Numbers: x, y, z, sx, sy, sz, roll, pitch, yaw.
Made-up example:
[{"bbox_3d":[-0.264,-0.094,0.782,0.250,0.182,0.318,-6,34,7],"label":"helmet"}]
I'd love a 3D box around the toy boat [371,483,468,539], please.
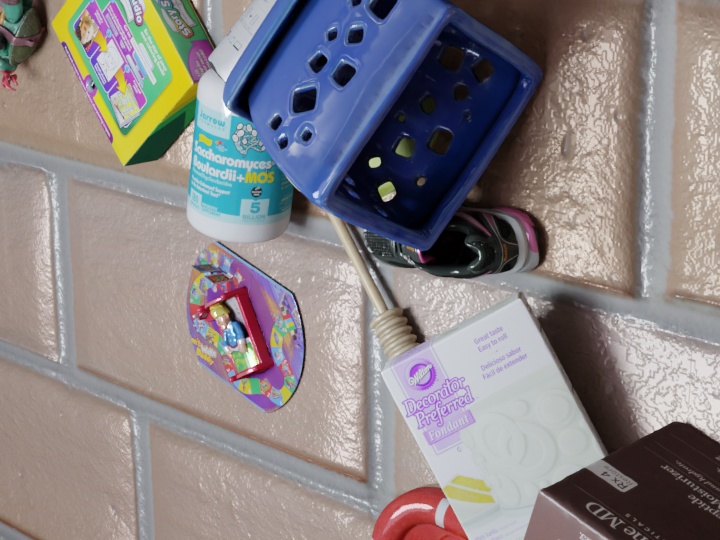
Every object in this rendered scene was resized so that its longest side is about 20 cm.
[{"bbox_3d":[0.084,0.293,1.522,0.199,0.130,0.132,19,115,41],"label":"toy boat"}]

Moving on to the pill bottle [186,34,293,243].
[{"bbox_3d":[-0.117,-0.138,1.622,0.110,0.110,0.201,27,120,38],"label":"pill bottle"}]

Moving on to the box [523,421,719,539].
[{"bbox_3d":[0.245,0.256,1.293,0.166,0.199,0.165,34,124,33],"label":"box"}]

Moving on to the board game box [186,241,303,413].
[{"bbox_3d":[-0.145,0.069,1.761,0.200,0.039,0.159,33,123,36],"label":"board game box"}]

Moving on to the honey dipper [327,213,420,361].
[{"bbox_3d":[0.000,0.000,1.596,0.038,0.038,0.201,-44,67,43],"label":"honey dipper"}]

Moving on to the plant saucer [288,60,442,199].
[{"bbox_3d":[0.000,-0.158,1.514,0.199,0.031,0.202,-4,83,32],"label":"plant saucer"}]

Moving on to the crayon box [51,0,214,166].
[{"bbox_3d":[-0.250,-0.248,1.767,0.172,0.058,0.201,-40,72,43],"label":"crayon box"}]

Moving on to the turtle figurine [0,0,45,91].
[{"bbox_3d":[-0.433,-0.305,1.918,0.150,0.100,0.201,-90,24,-51],"label":"turtle figurine"}]

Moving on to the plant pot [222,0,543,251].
[{"bbox_3d":[0.009,-0.160,1.375,0.180,0.200,0.201,39,99,31],"label":"plant pot"}]

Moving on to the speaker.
[{"bbox_3d":[-0.053,-0.251,1.490,0.200,0.081,0.081,-50,63,13],"label":"speaker"}]

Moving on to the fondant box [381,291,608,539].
[{"bbox_3d":[0.127,0.141,1.410,0.144,0.058,0.201,-28,92,9],"label":"fondant box"}]

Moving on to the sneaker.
[{"bbox_3d":[0.068,-0.032,1.478,0.199,0.086,0.081,0,100,47],"label":"sneaker"}]
